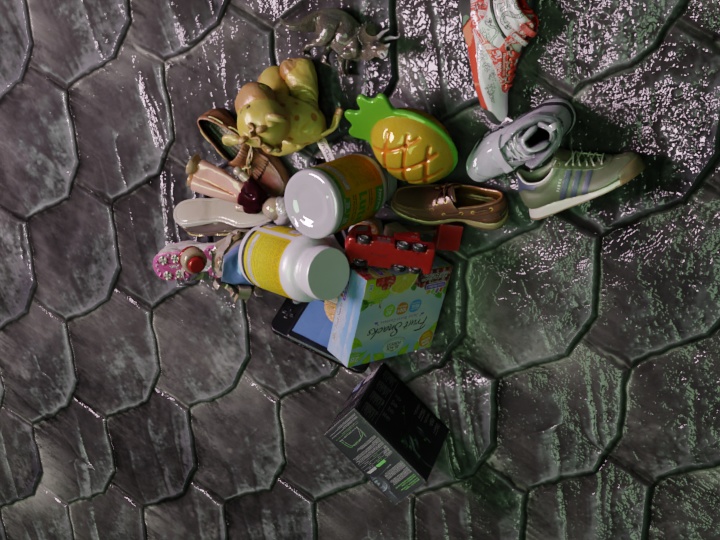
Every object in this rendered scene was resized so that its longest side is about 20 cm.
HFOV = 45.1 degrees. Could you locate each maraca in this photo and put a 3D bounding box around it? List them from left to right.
[{"bbox_3d":[0.067,-0.214,1.408,0.199,0.108,0.137,32,142,-13],"label":"maraca"}]

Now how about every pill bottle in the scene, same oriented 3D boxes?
[{"bbox_3d":[-0.109,-0.011,1.439,0.199,0.112,0.114,16,123,51],"label":"pill bottle"},{"bbox_3d":[-0.024,-0.130,1.429,0.110,0.199,0.112,13,114,32],"label":"pill bottle"}]

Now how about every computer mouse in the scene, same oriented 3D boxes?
[{"bbox_3d":[-0.076,-0.091,1.513,0.109,0.044,0.201,-40,60,32],"label":"computer mouse"}]

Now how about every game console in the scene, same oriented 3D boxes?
[{"bbox_3d":[-0.042,0.059,1.580,0.198,0.173,0.119,24,146,11],"label":"game console"}]

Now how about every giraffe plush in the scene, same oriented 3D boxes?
[{"bbox_3d":[-0.145,-0.250,1.426,0.200,0.161,0.173,51,124,20],"label":"giraffe plush"}]

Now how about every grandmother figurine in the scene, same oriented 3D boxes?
[{"bbox_3d":[-0.210,-0.135,1.533,0.198,0.061,0.121,24,161,5],"label":"grandmother figurine"}]

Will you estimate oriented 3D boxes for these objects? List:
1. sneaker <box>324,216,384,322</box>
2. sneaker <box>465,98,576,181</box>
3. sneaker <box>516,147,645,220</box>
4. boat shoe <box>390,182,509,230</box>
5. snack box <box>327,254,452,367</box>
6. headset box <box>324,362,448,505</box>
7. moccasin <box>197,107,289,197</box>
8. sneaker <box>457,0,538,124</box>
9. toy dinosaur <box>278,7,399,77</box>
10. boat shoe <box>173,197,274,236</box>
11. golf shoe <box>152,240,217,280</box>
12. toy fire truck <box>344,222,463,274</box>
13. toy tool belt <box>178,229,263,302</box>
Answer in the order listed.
[{"bbox_3d":[0.000,0.000,1.534,0.075,0.088,0.202,24,102,12],"label":"sneaker"},{"bbox_3d":[0.239,-0.193,1.354,0.199,0.115,0.075,-31,99,30],"label":"sneaker"},{"bbox_3d":[0.334,-0.156,1.358,0.199,0.067,0.090,-24,107,32],"label":"sneaker"},{"bbox_3d":[0.147,-0.118,1.436,0.198,0.073,0.068,7,150,12],"label":"boat shoe"},{"bbox_3d":[0.051,0.064,1.491,0.068,0.198,0.170,38,124,42],"label":"snack box"},{"bbox_3d":[0.058,0.305,1.610,0.200,0.174,0.093,44,120,-3],"label":"headset box"},{"bbox_3d":[-0.208,-0.208,1.548,0.074,0.078,0.202,-39,95,30],"label":"moccasin"},{"bbox_3d":[0.224,-0.331,1.328,0.107,0.067,0.203,-9,106,27],"label":"sneaker"},{"bbox_3d":[-0.035,-0.382,1.418,0.199,0.077,0.103,31,108,12],"label":"toy dinosaur"},{"bbox_3d":[-0.247,-0.098,1.622,0.197,0.073,0.060,-3,153,9],"label":"boat shoe"},{"bbox_3d":[-0.295,-0.030,1.667,0.197,0.092,0.076,0,117,-3],"label":"golf shoe"},{"bbox_3d":[0.073,-0.050,1.444,0.197,0.141,0.049,8,117,-3],"label":"toy fire truck"},{"bbox_3d":[-0.216,-0.006,1.562,0.123,0.198,0.126,44,131,51],"label":"toy tool belt"}]
